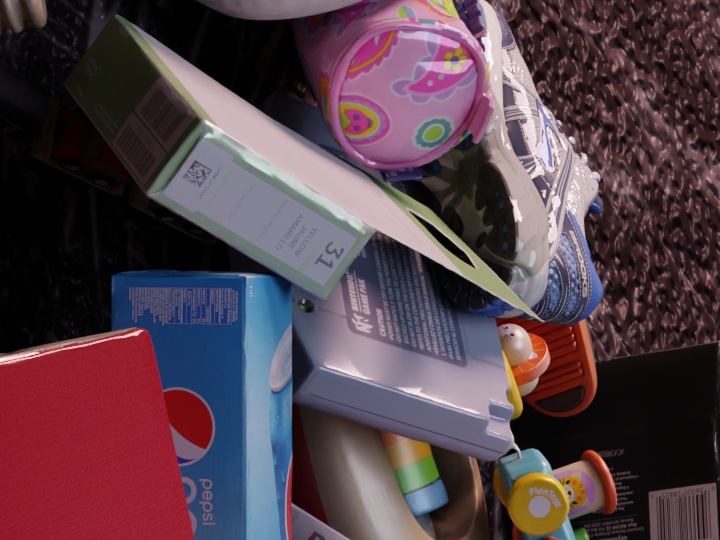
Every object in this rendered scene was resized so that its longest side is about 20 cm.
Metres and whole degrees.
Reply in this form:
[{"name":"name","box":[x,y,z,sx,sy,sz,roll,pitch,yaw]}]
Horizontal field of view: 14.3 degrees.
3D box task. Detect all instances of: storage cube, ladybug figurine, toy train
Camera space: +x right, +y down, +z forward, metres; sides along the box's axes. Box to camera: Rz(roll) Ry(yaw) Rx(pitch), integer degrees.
[{"name":"storage cube","box":[-0.179,0.131,1.135,0.200,0.171,0.180,-13,92,-52]},{"name":"ladybug figurine","box":[0.004,0.097,1.447,0.136,0.072,0.200,-12,84,-62]},{"name":"toy train","box":[0.088,0.088,1.493,0.150,0.056,0.200,72,-3,-59]},{"name":"toy train","box":[-0.127,-0.057,1.344,0.200,0.046,0.034,28,61,-46]}]

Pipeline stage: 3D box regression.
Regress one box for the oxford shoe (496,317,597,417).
[{"name":"oxford shoe","box":[0.089,-0.018,1.586,0.073,0.071,0.200,-28,97,-56]}]

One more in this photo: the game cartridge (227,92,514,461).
[{"name":"game cartridge","box":[0.000,0.000,1.400,0.133,0.041,0.200,22,36,-27]}]

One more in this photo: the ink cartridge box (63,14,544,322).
[{"name":"ink cartridge box","box":[-0.027,-0.031,1.302,0.200,0.146,0.048,33,98,-30]}]

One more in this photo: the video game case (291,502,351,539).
[{"name":"video game case","box":[0.022,0.177,1.348,0.023,0.182,0.200,-51,144,-14]}]

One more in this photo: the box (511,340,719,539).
[{"name":"box","box":[0.200,0.124,1.646,0.200,0.148,0.124,17,68,-50]}]

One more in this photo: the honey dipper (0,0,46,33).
[{"name":"honey dipper","box":[-0.094,-0.141,1.294,0.038,0.200,0.038,-14,90,-89]}]

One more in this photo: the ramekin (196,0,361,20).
[{"name":"ramekin","box":[-0.023,-0.208,1.395,0.200,0.200,0.105,-56,134,-42]}]

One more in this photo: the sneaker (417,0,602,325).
[{"name":"sneaker","box":[0.074,-0.050,1.444,0.085,0.077,0.200,21,45,-33]}]

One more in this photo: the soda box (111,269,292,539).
[{"name":"soda box","box":[-0.068,0.100,1.245,0.068,0.064,0.200,-3,94,-74]}]

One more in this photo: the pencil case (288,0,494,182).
[{"name":"pencil case","box":[0.009,-0.123,1.429,0.087,0.087,0.200,54,7,-30]}]
